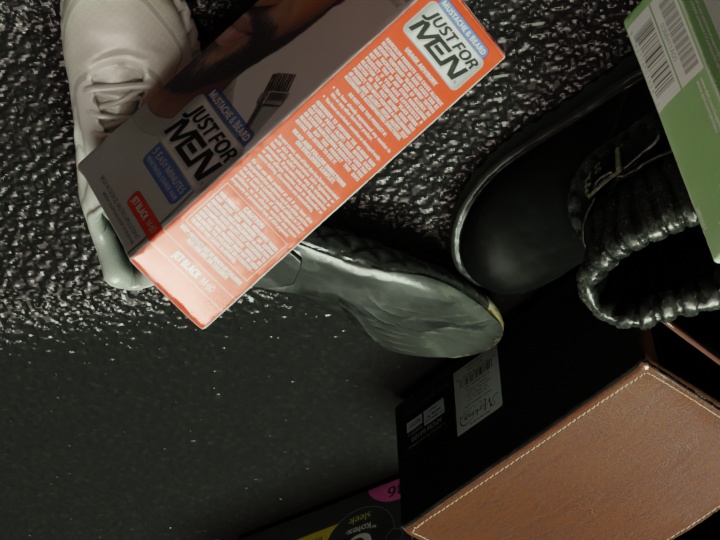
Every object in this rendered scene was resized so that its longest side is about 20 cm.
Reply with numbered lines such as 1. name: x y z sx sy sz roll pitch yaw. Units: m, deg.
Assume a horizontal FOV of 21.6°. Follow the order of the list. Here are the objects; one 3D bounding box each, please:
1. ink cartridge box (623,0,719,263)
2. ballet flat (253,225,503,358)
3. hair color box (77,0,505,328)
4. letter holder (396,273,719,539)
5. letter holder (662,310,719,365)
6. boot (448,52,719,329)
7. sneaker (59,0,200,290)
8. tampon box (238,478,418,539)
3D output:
1. ink cartridge box: 0.237 -0.067 0.937 0.200 0.146 0.048 4 146 -32
2. ballet flat: 0.000 0.000 1.104 0.200 0.057 0.066 22 126 -23
3. hair color box: -0.038 -0.078 0.937 0.200 0.111 0.064 -41 125 2
4. letter holder: 0.141 0.101 1.160 0.142 0.101 0.200 31 126 -29
5. letter holder: 0.255 0.029 1.072 0.200 0.142 0.101 32 126 -28
6. boot: 0.126 -0.018 1.013 0.079 0.158 0.211 28 128 -25
7. sneaker: -0.123 -0.075 1.011 0.075 0.081 0.200 0 132 2
8. tampon box: 0.025 0.263 1.304 0.150 0.126 0.200 -23 129 19
